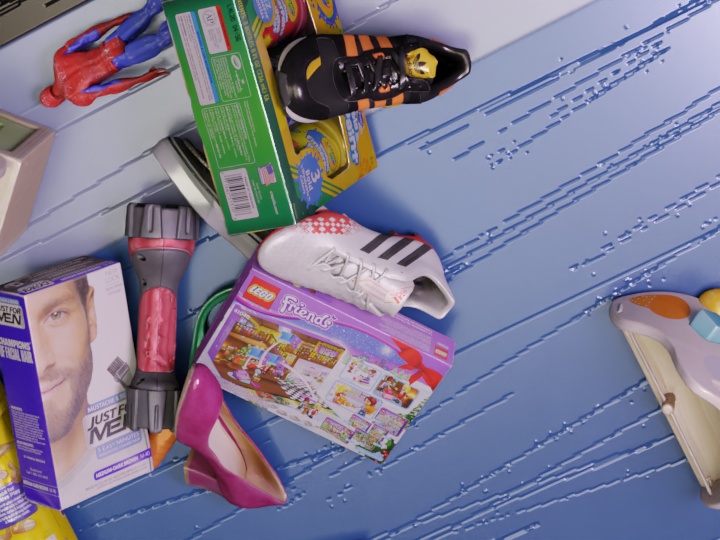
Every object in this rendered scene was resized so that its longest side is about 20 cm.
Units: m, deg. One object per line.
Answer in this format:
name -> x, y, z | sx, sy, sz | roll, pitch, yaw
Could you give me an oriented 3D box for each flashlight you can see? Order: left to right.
flashlight -> -0.178, 0.042, 1.734 | 0.067, 0.067, 0.202 | 3, 90, 38

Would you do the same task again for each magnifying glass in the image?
magnifying glass -> -0.143, 0.098, 1.794 | 0.079, 0.022, 0.201 | 35, 106, -6

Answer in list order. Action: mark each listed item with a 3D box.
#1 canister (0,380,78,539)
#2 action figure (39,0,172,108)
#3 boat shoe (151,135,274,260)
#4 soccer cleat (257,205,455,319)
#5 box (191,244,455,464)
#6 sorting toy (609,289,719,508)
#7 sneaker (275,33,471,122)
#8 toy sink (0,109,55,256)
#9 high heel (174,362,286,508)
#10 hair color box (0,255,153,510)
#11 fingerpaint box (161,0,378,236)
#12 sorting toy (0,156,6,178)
canister -> -0.357, 0.216, 1.811 | 0.147, 0.087, 0.201 | -22, 104, 10
action figure -> -0.201, -0.194, 1.699 | 0.199, 0.052, 0.066 | -29, 80, 21
boat shoe -> -0.096, -0.058, 1.730 | 0.071, 0.072, 0.200 | -45, 109, 6
soccer cleat -> 0.000, 0.000, 1.675 | 0.199, 0.085, 0.069 | 10, 128, -43
box -> -0.034, 0.077, 1.737 | 0.199, 0.039, 0.137 | 26, 126, -11
sorting toy -> 0.305, 0.117, 1.673 | 0.106, 0.180, 0.201 | -26, 102, 11
sneaker -> 0.013, -0.167, 1.611 | 0.089, 0.199, 0.071 | -9, 93, 36
toy sink -> -0.384, -0.100, 1.703 | 0.198, 0.130, 0.113 | 20, 106, 0
high heel -> -0.112, 0.150, 1.741 | 0.095, 0.068, 0.201 | 13, 141, 8
hair color box -> -0.257, 0.099, 1.754 | 0.064, 0.109, 0.202 | 7, 111, 46
fingerpaint box -> -0.070, -0.153, 1.638 | 0.073, 0.167, 0.202 | -7, 105, 28
sorting toy -> -0.403, -0.037, 1.561 | 0.200, 0.180, 0.107 | -42, 99, 13
